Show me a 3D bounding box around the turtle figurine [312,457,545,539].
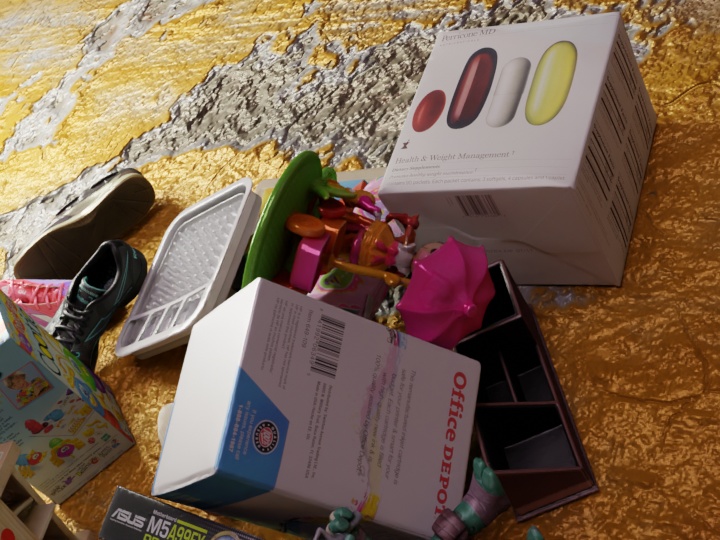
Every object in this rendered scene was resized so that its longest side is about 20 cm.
[{"bbox_3d":[0.030,0.224,0.717,0.199,0.101,0.150,-34,69,-8],"label":"turtle figurine"}]

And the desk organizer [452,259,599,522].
[{"bbox_3d":[0.125,0.094,0.882,0.071,0.077,0.201,-24,45,12],"label":"desk organizer"}]

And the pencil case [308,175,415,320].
[{"bbox_3d":[0.000,0.000,1.007,0.087,0.088,0.201,2,43,33],"label":"pencil case"}]

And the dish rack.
[{"bbox_3d":[-0.177,0.005,1.144,0.171,0.043,0.202,-22,41,45],"label":"dish rack"}]

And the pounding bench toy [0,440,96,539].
[{"bbox_3d":[-0.338,0.288,0.929,0.123,0.157,0.201,-21,31,17],"label":"pounding bench toy"}]

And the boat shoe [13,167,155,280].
[{"bbox_3d":[-0.340,-0.052,1.309,0.199,0.073,0.065,-36,32,-4],"label":"boat shoe"}]

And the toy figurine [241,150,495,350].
[{"bbox_3d":[0.023,-0.004,0.882,0.182,0.152,0.200,20,22,10],"label":"toy figurine"}]

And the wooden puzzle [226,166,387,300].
[{"bbox_3d":[-0.061,-0.034,1.136,0.183,0.037,0.201,-3,53,30],"label":"wooden puzzle"}]

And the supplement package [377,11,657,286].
[{"bbox_3d":[0.152,-0.109,0.986,0.190,0.147,0.201,0,55,32],"label":"supplement package"}]

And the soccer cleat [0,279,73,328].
[{"bbox_3d":[-0.386,0.038,1.250,0.198,0.073,0.069,-11,48,23],"label":"soccer cleat"}]

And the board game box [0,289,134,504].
[{"bbox_3d":[-0.334,0.123,1.055,0.105,0.200,0.103,-38,44,-3],"label":"board game box"}]

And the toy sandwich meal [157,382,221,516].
[{"bbox_3d":[-0.099,0.127,0.998,0.203,0.070,0.207,-17,47,19],"label":"toy sandwich meal"}]

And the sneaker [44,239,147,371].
[{"bbox_3d":[-0.311,0.050,1.168,0.075,0.079,0.201,26,76,9],"label":"sneaker"}]

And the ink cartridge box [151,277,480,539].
[{"bbox_3d":[-0.032,0.123,0.824,0.146,0.198,0.148,-31,42,56],"label":"ink cartridge box"}]

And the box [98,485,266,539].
[{"bbox_3d":[-0.083,0.231,0.834,0.198,0.160,0.045,9,72,37],"label":"box"}]
